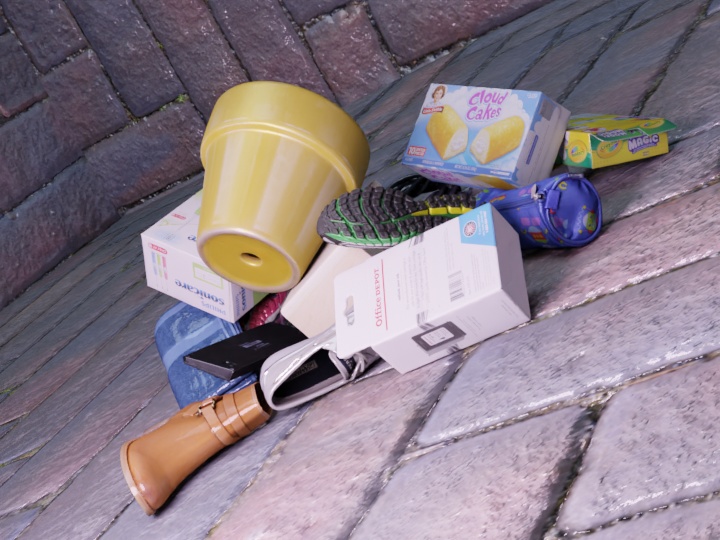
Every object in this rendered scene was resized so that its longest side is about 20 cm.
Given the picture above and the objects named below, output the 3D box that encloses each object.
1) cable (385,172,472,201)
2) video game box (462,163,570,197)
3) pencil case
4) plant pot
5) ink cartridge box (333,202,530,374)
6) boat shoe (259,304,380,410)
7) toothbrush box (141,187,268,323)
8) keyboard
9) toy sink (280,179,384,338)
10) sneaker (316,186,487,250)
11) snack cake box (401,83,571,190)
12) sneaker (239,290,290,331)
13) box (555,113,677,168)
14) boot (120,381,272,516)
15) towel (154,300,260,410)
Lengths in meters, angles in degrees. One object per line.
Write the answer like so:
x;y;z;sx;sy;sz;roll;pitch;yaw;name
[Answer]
0.067;-0.084;1.935;0.163;0.051;0.200;-40;18;-13;cable
0.176;-0.087;1.876;0.199;0.047;0.182;-30;10;5;video game box
0.196;-0.064;1.648;0.200;0.086;0.079;-5;61;65;pencil case
-0.106;-0.087;1.689;0.200;0.200;0.191;-17;46;45;plant pot
0.072;0.027;1.500;0.199;0.067;0.117;-24;47;25;ink cartridge box
-0.021;0.091;1.580;0.198;0.072;0.066;-25;27;2;boat shoe
-0.160;-0.039;1.832;0.145;0.087;0.200;22;43;28;toothbrush box
-0.108;0.100;1.686;0.126;0.021;0.199;13;17;26;keyboard
0.004;0.002;1.701;0.130;0.112;0.200;-47;8;23;toy sink
0.047;-0.034;1.570;0.198;0.086;0.079;6;45;-15;sneaker
0.155;-0.164;1.783;0.199;0.067;0.116;13;81;49;snack cake box
-0.135;0.091;1.847;0.080;0.075;0.201;4;47;33;sneaker
0.294;-0.163;1.779;0.116;0.049;0.200;-13;11;-22;box
-0.175;0.184;1.569;0.153;0.074;0.200;-24;16;9;boot
-0.193;0.103;1.774;0.111;0.049;0.201;-32;42;2;towel
